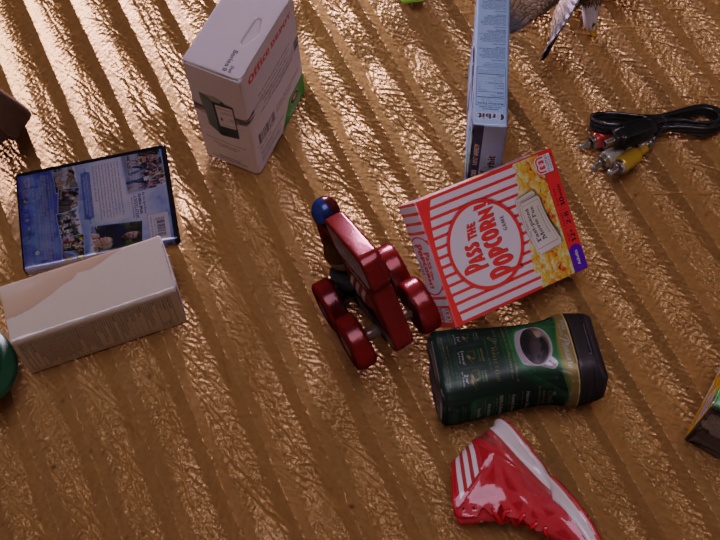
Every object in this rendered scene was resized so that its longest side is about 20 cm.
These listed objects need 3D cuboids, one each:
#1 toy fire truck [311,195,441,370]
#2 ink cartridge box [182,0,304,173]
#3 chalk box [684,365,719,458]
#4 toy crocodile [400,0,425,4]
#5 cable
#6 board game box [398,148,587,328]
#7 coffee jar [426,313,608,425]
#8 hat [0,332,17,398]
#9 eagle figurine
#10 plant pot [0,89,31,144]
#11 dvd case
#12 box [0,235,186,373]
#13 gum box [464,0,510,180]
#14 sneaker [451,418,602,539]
[{"bbox_3d":[0.000,0.000,1.307,0.111,0.169,0.200,-27,36,-8],"label":"toy fire truck"},{"bbox_3d":[-0.141,-0.243,1.430,0.083,0.201,0.147,21,65,13],"label":"ink cartridge box"},{"bbox_3d":[0.484,0.166,1.257,0.198,0.125,0.125,27,67,13],"label":"chalk box"},{"bbox_3d":[0.056,-0.462,1.621,0.066,0.062,0.203,-12,68,-6],"label":"toy crocodile"},{"bbox_3d":[0.376,-0.180,1.492,0.198,0.051,0.097,-17,46,-21],"label":"cable"},{"bbox_3d":[0.159,-0.039,1.349,0.198,0.046,0.153,-23,97,-23],"label":"board game box"},{"bbox_3d":[0.179,0.111,1.310,0.197,0.086,0.105,-8,53,-2],"label":"coffee jar"},{"bbox_3d":[-0.517,0.165,1.337,0.165,0.177,0.199,42,33,22],"label":"hat"},{"bbox_3d":[0.288,-0.377,1.534,0.198,0.152,0.153,-21,85,-15],"label":"eagle figurine"},{"bbox_3d":[-0.540,-0.174,1.426,0.198,0.200,0.176,27,83,14],"label":"plant pot"},{"bbox_3d":[-0.335,-0.079,1.455,0.197,0.018,0.144,-12,63,-4],"label":"dvd case"},{"bbox_3d":[-0.314,0.041,1.353,0.197,0.095,0.079,-18,64,-9],"label":"box"},{"bbox_3d":[0.158,-0.217,1.429,0.044,0.171,0.203,4,63,3],"label":"gum box"},{"bbox_3d":[0.173,0.270,1.250,0.115,0.079,0.200,-36,55,-6],"label":"sneaker"}]
